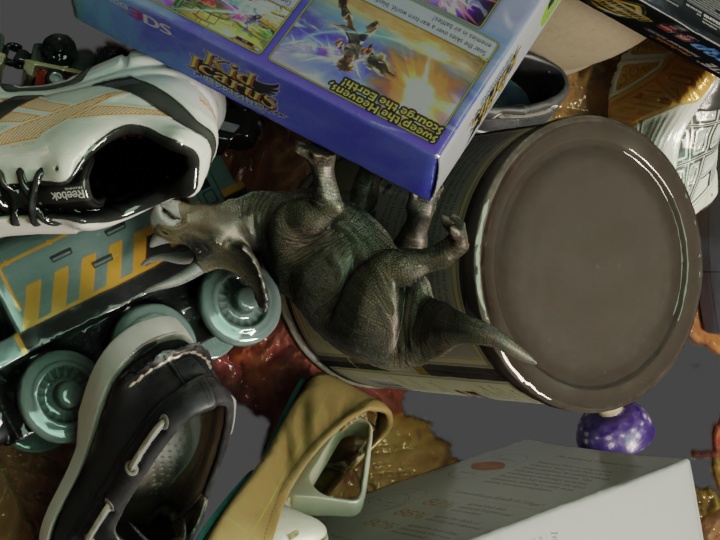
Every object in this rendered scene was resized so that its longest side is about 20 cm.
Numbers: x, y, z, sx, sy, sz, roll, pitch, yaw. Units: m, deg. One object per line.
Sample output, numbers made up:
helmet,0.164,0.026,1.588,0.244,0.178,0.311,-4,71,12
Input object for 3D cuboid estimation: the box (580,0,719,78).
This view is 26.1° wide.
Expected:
box,0.206,-0.198,0.866,0.200,0.046,0.159,18,85,-38

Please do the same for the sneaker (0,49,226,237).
sneaker,-0.161,-0.050,0.735,0.200,0.080,0.074,-17,125,4

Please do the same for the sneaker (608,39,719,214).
sneaker,0.202,-0.087,1.007,0.088,0.076,0.200,31,90,-40

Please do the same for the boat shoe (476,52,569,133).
boat shoe,0.038,-0.114,0.896,0.200,0.066,0.070,12,56,-32

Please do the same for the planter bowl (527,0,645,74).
planter bowl,0.141,-0.222,0.934,0.200,0.135,0.201,0,90,-32

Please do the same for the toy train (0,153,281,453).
toy train,-0.130,0.014,0.800,0.200,0.085,0.114,-28,92,-27

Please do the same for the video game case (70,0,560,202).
video game case,-0.008,-0.152,0.746,0.200,0.045,0.181,28,64,11

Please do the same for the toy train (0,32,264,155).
toy train,-0.146,-0.092,0.784,0.200,0.034,0.046,12,72,-13

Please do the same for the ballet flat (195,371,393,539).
ballet flat,-0.034,0.122,0.815,0.200,0.063,0.069,-59,161,-49

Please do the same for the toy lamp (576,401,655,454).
toy lamp,0.141,0.021,0.949,0.058,0.058,0.200,-31,119,-28

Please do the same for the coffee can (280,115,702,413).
coffee can,0.063,-0.003,0.844,0.146,0.200,0.147,0,90,-32

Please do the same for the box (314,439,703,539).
box,0.073,0.176,0.877,0.200,0.152,0.107,-13,96,-31

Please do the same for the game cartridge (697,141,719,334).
game cartridge,0.294,-0.049,1.086,0.133,0.042,0.200,9,85,-36

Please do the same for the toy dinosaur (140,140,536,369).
toy dinosaur,0.000,0.000,0.743,0.077,0.200,0.102,-30,147,-61

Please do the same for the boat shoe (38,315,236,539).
boat shoe,-0.106,0.114,0.762,0.074,0.060,0.200,-14,137,-41
